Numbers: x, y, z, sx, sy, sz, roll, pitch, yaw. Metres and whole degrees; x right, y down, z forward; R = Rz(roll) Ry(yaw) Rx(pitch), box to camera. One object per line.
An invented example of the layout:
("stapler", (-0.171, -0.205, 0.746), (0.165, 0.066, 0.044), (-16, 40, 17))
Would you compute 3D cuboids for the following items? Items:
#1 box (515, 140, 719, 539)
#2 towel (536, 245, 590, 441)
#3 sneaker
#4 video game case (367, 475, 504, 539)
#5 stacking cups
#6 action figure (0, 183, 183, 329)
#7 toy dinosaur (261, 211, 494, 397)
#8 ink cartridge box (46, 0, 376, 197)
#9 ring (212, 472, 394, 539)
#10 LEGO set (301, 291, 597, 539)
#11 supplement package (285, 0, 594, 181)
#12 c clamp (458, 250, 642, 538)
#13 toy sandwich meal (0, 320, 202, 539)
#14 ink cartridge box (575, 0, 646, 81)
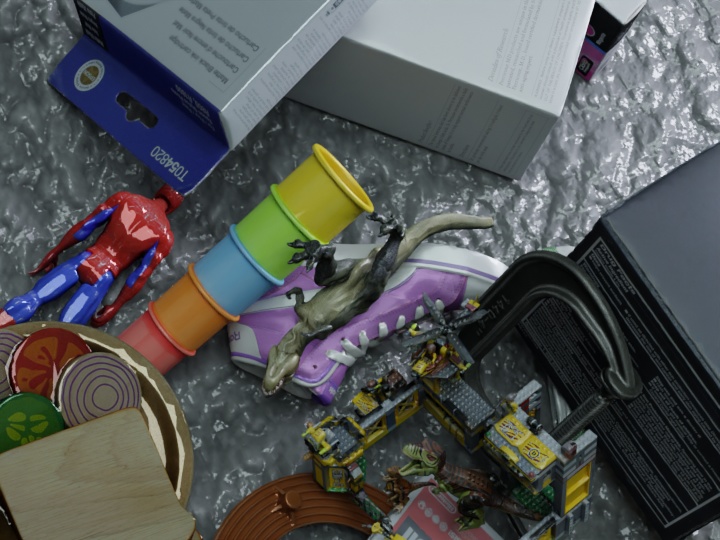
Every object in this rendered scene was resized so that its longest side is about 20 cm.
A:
("box", (0.226, 0.052, 1.266), (0.123, 0.198, 0.200), (-31, 80, -21))
("towel", (0.227, 0.052, 1.390), (0.199, 0.031, 0.150), (-2, 72, -13))
("sneaker", (0.006, 0.041, 1.332), (0.200, 0.073, 0.115), (0, 72, 1))
("video game case", (0.042, 0.243, 1.242), (0.143, 0.017, 0.200), (45, 51, -2))
("stacking cups", (-0.084, 0.002, 1.280), (0.200, 0.060, 0.061), (-41, 79, 7))
("action figure", (-0.192, 0.007, 1.315), (0.065, 0.052, 0.200), (43, 69, 3))
("toy dinosaur", (0.000, 0.000, 1.265), (0.200, 0.088, 0.047), (-36, 59, -9))
("ink cartridge box", (-0.113, -0.173, 1.325), (0.200, 0.041, 0.199), (-48, 50, -5))
("ring", (-0.011, 0.225, 1.244), (0.200, 0.019, 0.201), (15, 58, -25))
("LEGO set", (0.058, 0.115, 1.218), (0.153, 0.116, 0.200), (-28, 57, -16))
("supplement package", (0.052, -0.168, 1.392), (0.199, 0.117, 0.118), (20, 67, -3))
("c clamp", (0.124, 0.088, 1.273), (0.027, 0.200, 0.171), (-20, 64, -40))
("toy sandwich meal", (-0.192, 0.122, 1.214), (0.204, 0.070, 0.206), (5, 70, -15))
("ink cartridge box", (0.119, -0.235, 1.441), (0.200, 0.095, 0.037), (42, 68, 7))
